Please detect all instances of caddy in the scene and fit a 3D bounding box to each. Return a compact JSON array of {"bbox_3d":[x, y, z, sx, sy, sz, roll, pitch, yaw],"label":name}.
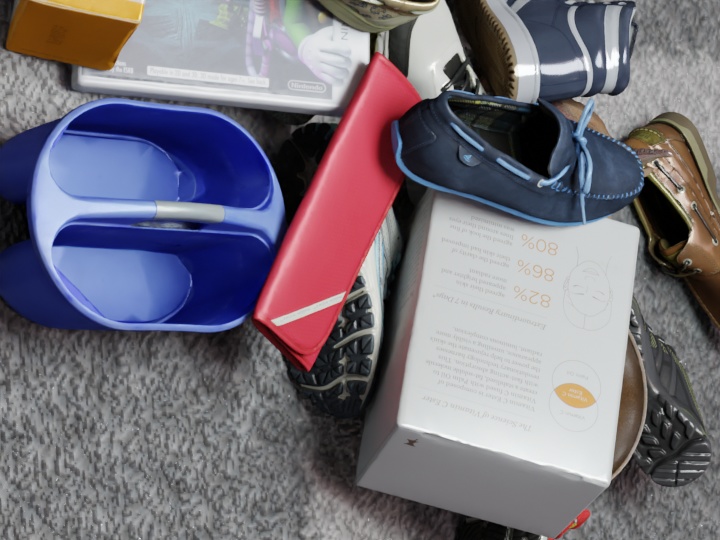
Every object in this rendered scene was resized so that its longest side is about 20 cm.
[{"bbox_3d":[-0.135,-0.031,1.477,0.199,0.105,0.142,2,82,-43],"label":"caddy"}]

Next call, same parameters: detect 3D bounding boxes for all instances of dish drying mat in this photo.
[{"bbox_3d":[-0.010,-0.038,1.543,0.077,0.018,0.201,45,64,-45],"label":"dish drying mat"}]

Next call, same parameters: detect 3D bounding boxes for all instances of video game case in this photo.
[{"bbox_3d":[-0.088,-0.198,1.551,0.199,0.023,0.183,4,80,-19],"label":"video game case"}]

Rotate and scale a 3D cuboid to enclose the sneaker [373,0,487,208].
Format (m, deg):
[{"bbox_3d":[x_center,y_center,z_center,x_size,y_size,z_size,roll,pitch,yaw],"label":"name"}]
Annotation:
[{"bbox_3d":[0.067,-0.116,1.651,0.074,0.080,0.201,-48,139,-30],"label":"sneaker"}]

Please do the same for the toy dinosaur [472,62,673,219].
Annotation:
[{"bbox_3d":[0.135,-0.105,1.710,0.086,0.200,0.136,-39,114,-13],"label":"toy dinosaur"}]

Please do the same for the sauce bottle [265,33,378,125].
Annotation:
[{"bbox_3d":[0.001,-0.174,1.655,0.200,0.064,0.065,-42,112,-39],"label":"sauce bottle"}]

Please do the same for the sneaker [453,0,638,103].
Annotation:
[{"bbox_3d":[0.133,-0.188,1.702,0.108,0.070,0.201,-5,43,-11],"label":"sneaker"}]

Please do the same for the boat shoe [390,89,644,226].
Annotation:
[{"bbox_3d":[0.117,-0.074,1.572,0.199,0.069,0.085,2,60,-36],"label":"boat shoe"}]

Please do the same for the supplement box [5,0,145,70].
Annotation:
[{"bbox_3d":[-0.160,-0.237,1.453,0.073,0.126,0.201,10,79,-12],"label":"supplement box"}]

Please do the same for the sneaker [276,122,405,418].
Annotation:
[{"bbox_3d":[0.000,0.000,1.623,0.086,0.077,0.202,1,87,-53],"label":"sneaker"}]

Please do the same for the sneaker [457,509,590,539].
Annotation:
[{"bbox_3d":[0.133,0.176,1.725,0.085,0.077,0.201,43,59,-39],"label":"sneaker"}]

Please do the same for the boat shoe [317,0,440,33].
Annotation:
[{"bbox_3d":[-0.035,-0.220,1.512,0.199,0.063,0.074,26,75,-29],"label":"boat shoe"}]

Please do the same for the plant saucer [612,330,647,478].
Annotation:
[{"bbox_3d":[0.106,0.079,1.689,0.199,0.032,0.201,7,64,-14],"label":"plant saucer"}]

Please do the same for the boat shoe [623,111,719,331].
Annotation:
[{"bbox_3d":[0.259,-0.022,1.877,0.068,0.072,0.201,-33,97,-36],"label":"boat shoe"}]

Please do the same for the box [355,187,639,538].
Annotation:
[{"bbox_3d":[0.094,0.057,1.617,0.151,0.106,0.201,16,61,-9],"label":"box"}]

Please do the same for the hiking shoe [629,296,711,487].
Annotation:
[{"bbox_3d":[0.200,0.071,1.811,0.201,0.075,0.101,61,12,1],"label":"hiking shoe"}]
